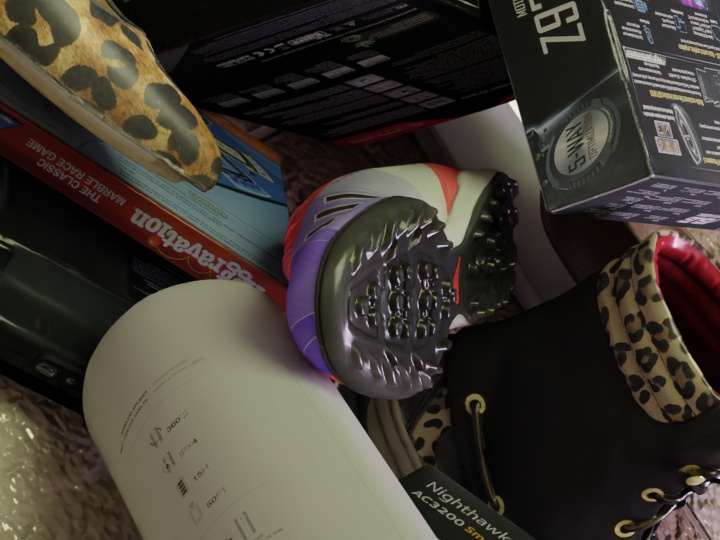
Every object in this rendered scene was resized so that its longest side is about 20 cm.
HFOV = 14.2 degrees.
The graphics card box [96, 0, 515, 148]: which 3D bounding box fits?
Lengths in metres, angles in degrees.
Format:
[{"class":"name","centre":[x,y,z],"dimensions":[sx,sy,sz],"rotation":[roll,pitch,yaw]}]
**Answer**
[{"class":"graphics card box","centre":[-0.003,-0.095,1.081],"dimensions":[0.200,0.125,0.051],"rotation":[8,69,-61]}]

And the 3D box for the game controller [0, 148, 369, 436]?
[{"class":"game controller","centre":[-0.076,0.018,1.030],"dimensions":[0.200,0.042,0.104],"rotation":[31,28,-32]}]

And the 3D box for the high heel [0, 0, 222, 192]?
[{"class":"high heel","centre":[-0.083,-0.135,0.979],"dimensions":[0.200,0.143,0.071],"rotation":[45,-1,7]}]

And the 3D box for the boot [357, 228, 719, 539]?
[{"class":"boot","centre":[0.105,0.091,1.077],"dimensions":[0.200,0.150,0.073],"rotation":[58,36,2]}]

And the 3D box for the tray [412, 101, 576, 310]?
[{"class":"tray","centre":[0.065,-0.039,1.240],"dimensions":[0.200,0.022,0.107],"rotation":[58,33,2]}]

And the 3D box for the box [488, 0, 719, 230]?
[{"class":"box","centre":[0.108,-0.099,1.108],"dimensions":[0.200,0.043,0.161],"rotation":[1,72,-63]}]

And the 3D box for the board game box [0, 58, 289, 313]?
[{"class":"board game box","centre":[-0.106,-0.061,1.034],"dimensions":[0.200,0.019,0.103],"rotation":[33,24,-25]}]

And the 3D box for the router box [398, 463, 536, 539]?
[{"class":"router box","centre":[0.050,0.160,0.968],"dimensions":[0.200,0.052,0.157],"rotation":[34,30,21]}]

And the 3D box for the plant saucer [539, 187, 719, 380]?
[{"class":"plant saucer","centre":[0.133,0.022,1.174],"dimensions":[0.200,0.037,0.200],"rotation":[46,11,-12]}]

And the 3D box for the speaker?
[{"class":"speaker","centre":[-0.025,0.081,0.903],"dimensions":[0.081,0.081,0.200],"rotation":[29,13,-32]}]

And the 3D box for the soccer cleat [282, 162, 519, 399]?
[{"class":"soccer cleat","centre":[0.000,0.000,1.001],"dimensions":[0.200,0.073,0.068],"rotation":[-32,125,-71]}]
